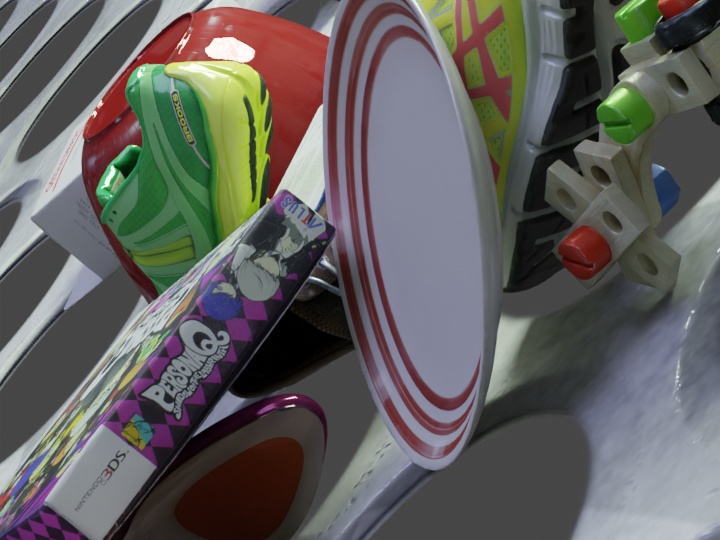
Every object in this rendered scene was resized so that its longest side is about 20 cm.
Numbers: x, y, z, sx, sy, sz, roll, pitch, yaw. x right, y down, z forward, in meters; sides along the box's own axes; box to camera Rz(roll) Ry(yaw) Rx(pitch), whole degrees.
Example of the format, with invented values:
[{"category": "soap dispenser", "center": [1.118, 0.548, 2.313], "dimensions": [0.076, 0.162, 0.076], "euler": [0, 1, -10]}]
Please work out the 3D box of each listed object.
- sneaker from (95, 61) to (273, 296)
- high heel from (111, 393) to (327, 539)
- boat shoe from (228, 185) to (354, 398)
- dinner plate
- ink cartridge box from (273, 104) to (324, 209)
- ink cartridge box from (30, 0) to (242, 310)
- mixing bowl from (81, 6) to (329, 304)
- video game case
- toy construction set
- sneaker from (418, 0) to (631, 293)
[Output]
[{"category": "sneaker", "center": [-0.092, -0.028, 1.440], "dimensions": [0.074, 0.083, 0.200], "euler": [-63, -16, -51]}, {"category": "high heel", "center": [-0.079, 0.096, 1.242], "dimensions": [0.200, 0.067, 0.096], "euler": [-43, 27, 31]}, {"category": "boat shoe", "center": [0.000, 0.000, 1.280], "dimensions": [0.200, 0.072, 0.072], "euler": [-47, 17, 46]}, {"category": "dinner plate", "center": [0.023, -0.020, 1.122], "dimensions": [0.024, 0.201, 0.200], "euler": [-7, 5, -18]}, {"category": "ink cartridge box", "center": [0.029, -0.065, 1.381], "dimensions": [0.200, 0.050, 0.161], "euler": [-32, 22, 41]}, {"category": "ink cartridge box", "center": [-0.141, -0.075, 1.819], "dimensions": [0.200, 0.068, 0.116], "euler": [-40, 18, 31]}, {"category": "mixing bowl", "center": [-0.089, -0.076, 1.612], "dimensions": [0.200, 0.108, 0.200], "euler": [-45, 16, 16]}, {"category": "video game case", "center": [-0.104, 0.066, 1.237], "dimensions": [0.181, 0.036, 0.200], "euler": [-54, 8, -27]}, {"category": "toy construction set", "center": [0.134, -0.086, 1.055], "dimensions": [0.200, 0.092, 0.131], "euler": [-55, 17, -21]}, {"category": "sneaker", "center": [0.062, -0.089, 1.125], "dimensions": [0.090, 0.200, 0.078], "euler": [22, 30, 35]}]
